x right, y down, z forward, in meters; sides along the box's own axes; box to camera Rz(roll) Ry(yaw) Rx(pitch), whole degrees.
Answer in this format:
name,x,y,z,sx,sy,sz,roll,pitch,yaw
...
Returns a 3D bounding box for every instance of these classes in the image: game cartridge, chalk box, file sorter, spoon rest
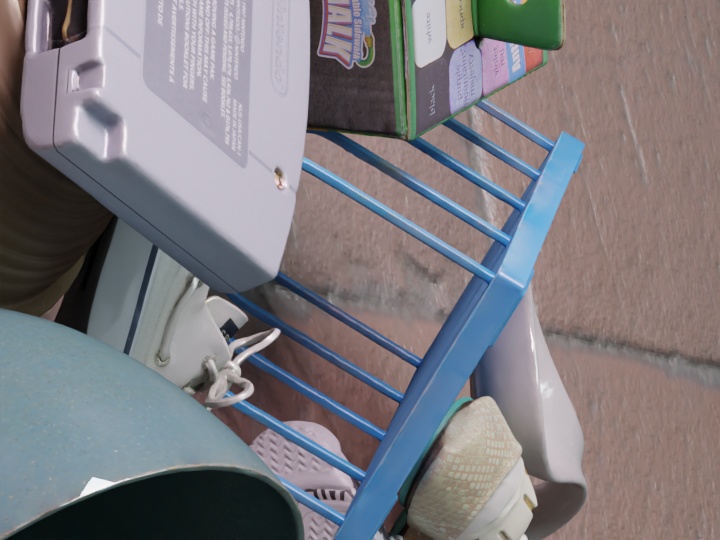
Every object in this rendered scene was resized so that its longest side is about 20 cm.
name,x,y,z,sx,sy,sz,roll,pitch,yaw
game cartridge,-0.064,-0.099,1.006,0.133,0.040,0.201,37,45,-46
chalk box,0.000,-0.131,1.172,0.124,0.199,0.126,-32,124,-54
file sorter,0.000,0.000,1.226,0.122,0.139,0.200,30,22,0
spoon rest,0.082,0.075,1.388,0.200,0.060,0.100,89,-3,-58

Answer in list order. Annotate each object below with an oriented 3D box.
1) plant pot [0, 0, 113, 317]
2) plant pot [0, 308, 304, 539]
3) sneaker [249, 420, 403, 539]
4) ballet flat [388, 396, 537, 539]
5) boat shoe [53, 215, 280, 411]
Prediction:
name,x,y,z,sx,sy,sz,roll,pitch,yaw
plant pot,-0.131,-0.080,1.007,0.201,0.092,0.202,36,46,-50
plant pot,-0.138,0.088,0.944,0.135,0.200,0.200,50,15,28
sneaker,0.004,0.161,1.281,0.201,0.075,0.115,71,19,3
ballet flat,0.054,0.105,1.314,0.068,0.062,0.200,-55,173,-12
boat shoe,-0.071,0.022,1.105,0.086,0.075,0.203,16,92,-18
